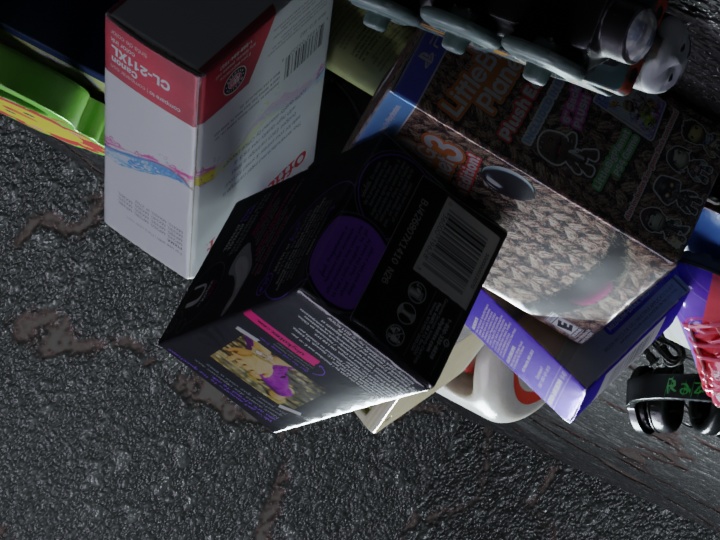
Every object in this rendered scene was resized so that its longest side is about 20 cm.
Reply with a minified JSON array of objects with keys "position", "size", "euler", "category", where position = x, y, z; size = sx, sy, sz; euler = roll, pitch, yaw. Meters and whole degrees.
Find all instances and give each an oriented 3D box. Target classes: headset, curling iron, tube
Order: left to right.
[{"position":[0.010,-0.146,1.475],"size":[0.199,0.058,0.052],"euler":[30,-172,15],"category":"tube"},{"position":[0.314,0.113,2.096],"size":[0.122,0.095,0.200],"euler":[4,168,2],"category":"headset"},{"position":[0.341,0.092,1.974],"size":[0.199,0.050,0.026],"euler":[23,-167,19],"category":"curling iron"}]

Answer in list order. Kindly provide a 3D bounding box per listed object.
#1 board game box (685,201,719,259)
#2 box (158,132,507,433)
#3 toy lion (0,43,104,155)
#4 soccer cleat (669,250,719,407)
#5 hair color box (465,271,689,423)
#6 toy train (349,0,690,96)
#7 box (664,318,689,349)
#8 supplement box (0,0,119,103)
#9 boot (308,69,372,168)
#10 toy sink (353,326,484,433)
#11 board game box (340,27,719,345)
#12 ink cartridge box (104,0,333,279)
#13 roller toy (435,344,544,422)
[{"position":[0.251,-0.028,1.463],"size":[0.198,0.039,0.158],"euler":[22,168,13],"category":"board game box"},{"position":[-0.020,0.012,1.353],"size":[0.106,0.123,0.200],"euler":[38,154,-19],"category":"box"},{"position":[-0.248,-0.132,1.564],"size":[0.191,0.069,0.200],"euler":[26,175,-21],"category":"toy lion"},{"position":[0.256,0.053,1.510],"size":[0.068,0.074,0.200],"euler":[15,161,41],"category":"soccer cleat"},{"position":[0.109,-0.010,1.460],"size":[0.200,0.109,0.065],"euler":[43,156,15],"category":"hair color box"},{"position":[0.079,-0.144,1.144],"size":[0.199,0.086,0.114],"euler":[23,-177,33],"category":"toy train"},{"position":[0.337,0.067,1.824],"size":[0.199,0.037,0.144],"euler":[28,174,22],"category":"box"},{"position":[-0.169,-0.188,1.608],"size":[0.199,0.135,0.200],"euler":[28,173,18],"category":"supplement box"},{"position":[-0.021,-0.069,1.566],"size":[0.164,0.200,0.066],"euler":[27,145,14],"category":"boot"},{"position":[0.000,0.000,1.653],"size":[0.201,0.112,0.131],"euler":[52,152,11],"category":"toy sink"},{"position":[0.100,-0.065,1.345],"size":[0.199,0.097,0.160],"euler":[30,155,-3],"category":"board game box"},{"position":[-0.095,-0.115,1.432],"size":[0.082,0.146,0.201],"euler":[32,144,17],"category":"ink cartridge box"},{"position":[0.104,0.018,1.795],"size":[0.139,0.183,0.200],"euler":[27,173,25],"category":"roller toy"}]
